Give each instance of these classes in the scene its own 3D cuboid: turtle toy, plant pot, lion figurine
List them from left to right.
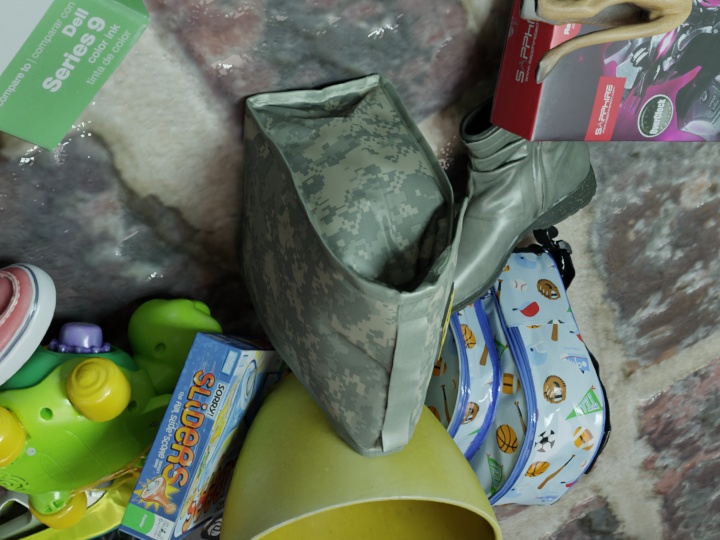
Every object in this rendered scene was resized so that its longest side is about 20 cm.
[{"bbox_3d":[-0.187,0.090,0.826,0.200,0.101,0.146,-25,144,-5],"label":"turtle toy"},{"bbox_3d":[-0.011,0.151,0.849,0.199,0.142,0.200,-8,142,-6],"label":"plant pot"},{"bbox_3d":[0.155,-0.185,0.662,0.122,0.201,0.073,6,157,-1],"label":"lion figurine"}]

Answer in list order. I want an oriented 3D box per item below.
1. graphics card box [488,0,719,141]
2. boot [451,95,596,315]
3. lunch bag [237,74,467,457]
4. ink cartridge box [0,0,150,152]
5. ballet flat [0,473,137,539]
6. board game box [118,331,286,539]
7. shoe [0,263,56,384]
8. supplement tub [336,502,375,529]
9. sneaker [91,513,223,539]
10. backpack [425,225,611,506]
[{"bbox_3d":[0.190,-0.151,0.786,0.199,0.051,0.126,-3,114,-30],"label":"graphics card box"},{"bbox_3d":[0.086,-0.062,0.842,0.200,0.068,0.131,-39,141,-12],"label":"boot"},{"bbox_3d":[0.000,0.000,0.754,0.117,0.200,0.164,-12,140,-19],"label":"lunch bag"},{"bbox_3d":[-0.205,-0.154,0.487,0.200,0.146,0.088,20,123,-44],"label":"ink cartridge box"},{"bbox_3d":[-0.250,0.191,0.943,0.200,0.067,0.067,-26,130,0],"label":"ballet flat"},{"bbox_3d":[-0.103,0.113,0.828,0.200,0.034,0.136,31,80,-84],"label":"board game box"},{"bbox_3d":[-0.294,0.050,0.736,0.200,0.072,0.091,-31,149,13],"label":"shoe"},{"bbox_3d":[0.010,0.194,1.038,0.145,0.145,0.200,-41,142,17],"label":"supplement tub"},{"bbox_3d":[-0.182,0.249,1.044,0.200,0.075,0.115,-44,143,19],"label":"sneaker"},{"bbox_3d":[0.108,0.093,0.940,0.154,0.191,0.200,-8,140,-24],"label":"backpack"}]
